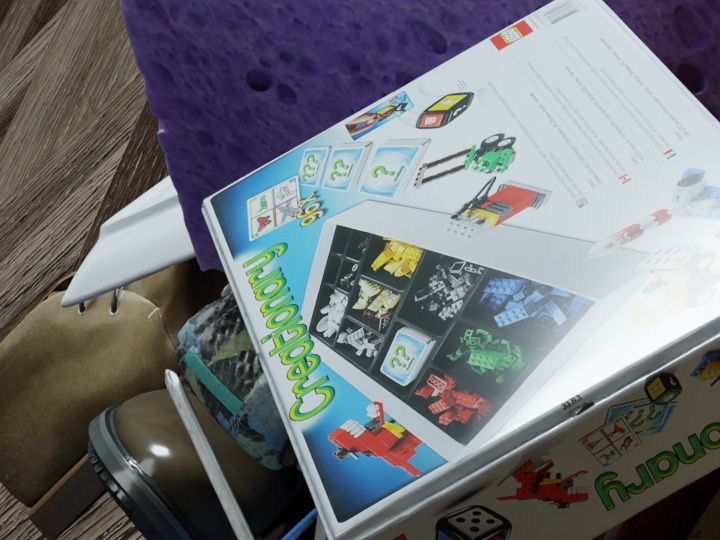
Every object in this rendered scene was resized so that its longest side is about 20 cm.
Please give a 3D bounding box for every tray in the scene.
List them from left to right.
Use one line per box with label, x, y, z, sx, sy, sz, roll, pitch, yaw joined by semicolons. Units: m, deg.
tray;-0.029;-0.050;0.988;0.107;0.022;0.200;-22;12;38

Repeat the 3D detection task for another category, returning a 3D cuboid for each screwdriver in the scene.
screwdriver;-0.026;0.107;0.775;0.029;0.028;0.200;-36;55;2

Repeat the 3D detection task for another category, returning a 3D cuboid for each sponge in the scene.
sponge;0.035;-0.058;0.782;0.200;0.112;0.030;-6;39;13

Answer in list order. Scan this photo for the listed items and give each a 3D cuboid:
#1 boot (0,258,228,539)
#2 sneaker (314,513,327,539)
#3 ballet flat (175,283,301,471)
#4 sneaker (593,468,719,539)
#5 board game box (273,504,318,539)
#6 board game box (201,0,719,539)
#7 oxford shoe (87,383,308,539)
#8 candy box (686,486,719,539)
boot;-0.085;0.020;1.013;0.200;0.075;0.074;-44;-2;24
sneaker;0.042;0.060;0.785;0.200;0.099;0.075;110;171;-46
ballet flat;0.000;0.000;0.889;0.074;0.074;0.200;-44;-3;31
sneaker;0.091;0.030;0.694;0.200;0.078;0.116;-56;19;-7
board game box;-0.053;0.141;0.880;0.158;0.039;0.200;-42;-2;11
board game box;0.035;0.001;0.634;0.126;0.035;0.200;-29;26;2
oxford shoe;-0.041;0.056;0.920;0.084;0.073;0.200;-40;-2;12
candy box;0.138;0.045;0.576;0.200;0.055;0.115;-56;16;-3
